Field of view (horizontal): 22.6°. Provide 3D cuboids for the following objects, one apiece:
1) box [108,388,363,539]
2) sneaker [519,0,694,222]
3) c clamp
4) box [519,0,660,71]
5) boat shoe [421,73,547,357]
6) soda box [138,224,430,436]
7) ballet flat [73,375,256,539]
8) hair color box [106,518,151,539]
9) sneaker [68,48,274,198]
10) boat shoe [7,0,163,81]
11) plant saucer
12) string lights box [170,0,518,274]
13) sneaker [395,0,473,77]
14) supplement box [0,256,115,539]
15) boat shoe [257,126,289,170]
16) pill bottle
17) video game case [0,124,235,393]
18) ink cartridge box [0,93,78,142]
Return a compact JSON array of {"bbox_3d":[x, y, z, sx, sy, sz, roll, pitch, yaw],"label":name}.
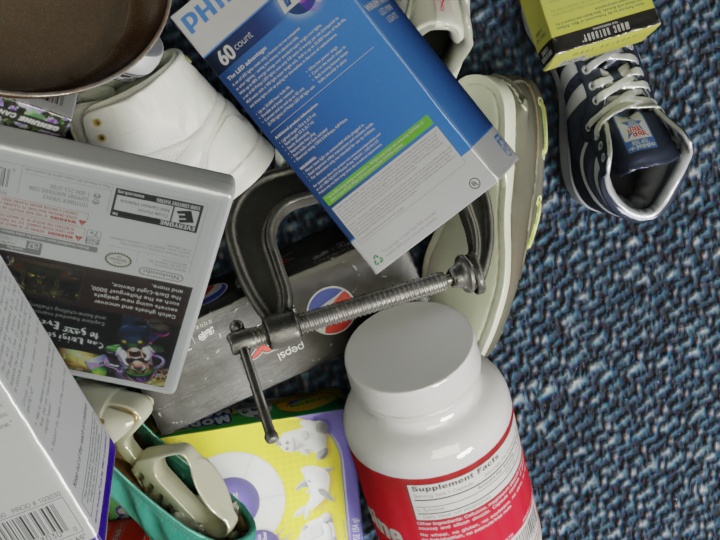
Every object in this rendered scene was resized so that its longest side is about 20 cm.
[{"bbox_3d":[-0.101,0.154,1.231,0.200,0.048,0.118,-8,106,-9],"label":"box"},{"bbox_3d":[0.163,-0.126,1.182,0.070,0.109,0.200,-17,108,-9],"label":"sneaker"},{"bbox_3d":[0.000,0.000,1.144,0.200,0.027,0.171,-22,69,-10],"label":"c clamp"},{"bbox_3d":[0.121,-0.234,1.137,0.075,0.050,0.200,-18,87,-8],"label":"box"},{"bbox_3d":[0.088,-0.032,1.211,0.060,0.072,0.202,-11,111,-48],"label":"boat shoe"},{"bbox_3d":[-0.058,0.032,1.198,0.200,0.063,0.071,-24,110,-5],"label":"soda box"},{"bbox_3d":[-0.141,0.117,1.150,0.200,0.067,0.070,44,119,-8],"label":"ballet flat"},{"bbox_3d":[-0.233,0.226,1.186,0.200,0.061,0.102,-5,107,4],"label":"hair color box"},{"bbox_3d":[-0.166,-0.055,1.135,0.200,0.074,0.116,-40,117,2],"label":"sneaker"},{"bbox_3d":[-0.219,-0.145,1.062,0.200,0.070,0.066,16,123,-21],"label":"boat shoe"},{"bbox_3d":[-0.206,-0.174,1.015,0.200,0.200,0.032,17,144,-17],"label":"plant saucer"},{"bbox_3d":[-0.009,-0.110,1.083,0.103,0.059,0.200,-37,93,25],"label":"string lights box"},{"bbox_3d":[0.047,-0.183,1.144,0.078,0.099,0.200,0,105,-13],"label":"sneaker"},{"bbox_3d":[-0.231,0.074,1.035,0.101,0.103,0.200,-20,121,9],"label":"supplement box"},{"bbox_3d":[-0.039,-0.164,1.151,0.060,0.076,0.200,24,113,21],"label":"boat shoe"},{"bbox_3d":[0.052,0.122,1.194,0.112,0.112,0.200,-21,129,-7],"label":"pill bottle"},{"bbox_3d":[-0.190,-0.008,1.072,0.200,0.023,0.182,12,134,-10],"label":"video game case"},{"bbox_3d":[-0.251,-0.060,1.079,0.109,0.050,0.200,19,136,-17],"label":"ink cartridge box"}]
